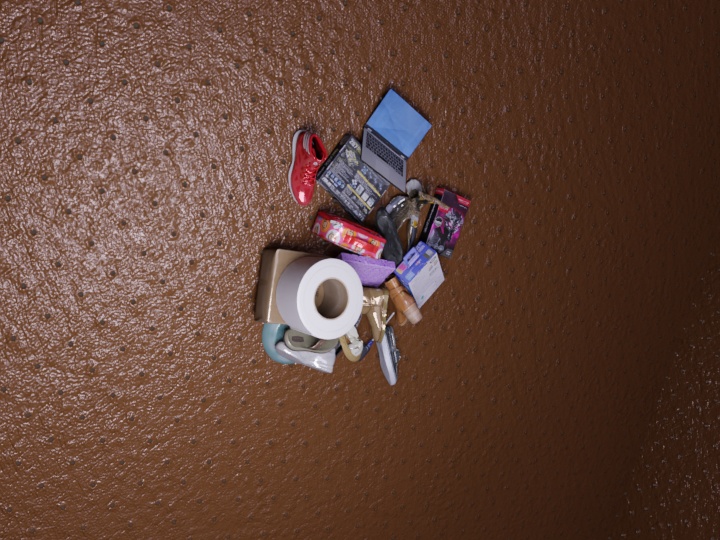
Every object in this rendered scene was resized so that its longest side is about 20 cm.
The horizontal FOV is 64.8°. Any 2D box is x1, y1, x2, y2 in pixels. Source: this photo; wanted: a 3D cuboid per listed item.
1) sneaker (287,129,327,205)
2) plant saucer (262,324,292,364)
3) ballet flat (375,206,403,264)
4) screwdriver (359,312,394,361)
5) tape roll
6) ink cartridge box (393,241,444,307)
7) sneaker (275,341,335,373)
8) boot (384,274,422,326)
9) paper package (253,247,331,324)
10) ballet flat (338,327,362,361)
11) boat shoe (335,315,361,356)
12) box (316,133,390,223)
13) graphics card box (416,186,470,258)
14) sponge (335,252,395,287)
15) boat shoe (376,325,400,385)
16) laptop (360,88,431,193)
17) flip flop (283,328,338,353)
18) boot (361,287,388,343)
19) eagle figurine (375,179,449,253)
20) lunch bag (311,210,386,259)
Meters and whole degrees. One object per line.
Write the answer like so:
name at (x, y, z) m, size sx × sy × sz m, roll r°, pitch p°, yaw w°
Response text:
sneaker at (-0.142, -0.269, 1.525) m, size 0.076 × 0.115 × 0.206 m, roll -11°, pitch 110°, yaw -26°
plant saucer at (-0.194, 0.187, 1.681) m, size 0.195 × 0.036 × 0.206 m, roll -9°, pitch 109°, yaw -28°
ballet flat at (0.089, -0.099, 1.682) m, size 0.064 × 0.058 × 0.203 m, roll -6°, pitch 131°, yaw 13°
screwdriver at (0.047, 0.211, 1.801) m, size 0.028 × 0.029 × 0.202 m, roll 37°, pitch 108°, yaw 1°
tape roll at (-0.108, 0.068, 1.492) m, size 0.198 × 0.138 × 0.210 m, roll -2°, pitch 93°, yaw -33°
ink cartridge box at (0.184, 0.007, 1.783) m, size 0.137 × 0.076 × 0.201 m, roll -46°, pitch 148°, yaw -12°
sneaker at (-0.158, 0.230, 1.662) m, size 0.197 × 0.074 × 0.091 m, roll 27°, pitch 71°, yaw -31°
boot at (0.122, 0.089, 1.783) m, size 0.073 × 0.200 × 0.157 m, roll -35°, pitch 92°, yaw -14°
paper package at (-0.187, 0.049, 1.581) m, size 0.186 × 0.102 × 0.207 m, roll 8°, pitch 88°, yaw -33°
ballet flat at (-0.028, 0.206, 1.682) m, size 0.069 × 0.062 × 0.202 m, roll -55°, pitch 136°, yaw -31°
boat shoe at (-0.057, 0.203, 1.747) m, size 0.201 × 0.066 × 0.070 m, roll -48°, pitch 122°, yaw -9°
box at (-0.019, -0.263, 1.641) m, size 0.199 × 0.049 × 0.163 m, roll 41°, pitch 84°, yaw -33°
graphics card box at (0.271, -0.154, 1.845) m, size 0.123 × 0.051 × 0.205 m, roll 17°, pitch 97°, yaw -33°
sponge at (0.000, 0.000, 1.703) m, size 0.195 × 0.031 × 0.112 m, roll 10°, pitch 143°, yaw -32°
boat shoe at (0.101, 0.279, 1.861) m, size 0.069 × 0.072 × 0.206 m, roll -19°, pitch 112°, yaw -19°
laptop at (0.106, -0.371, 1.638) m, size 0.185 × 0.115 × 0.205 m, roll 30°, pitch 50°, yaw -33°
flip flop at (-0.132, 0.189, 1.623) m, size 0.197 × 0.083 × 0.057 m, roll 8°, pitch 144°, yaw -44°
boot at (-0.020, 0.124, 1.712) m, size 0.193 × 0.066 × 0.181 m, roll 4°, pitch 95°, yaw -8°
eagle figurine at (0.150, -0.164, 1.742) m, size 0.152 × 0.151 × 0.201 m, roll 44°, pitch 122°, yaw 4°
lunch bag at (-0.029, -0.095, 1.609) m, size 0.196 × 0.175 × 0.084 m, roll 20°, pitch 95°, yaw -33°
